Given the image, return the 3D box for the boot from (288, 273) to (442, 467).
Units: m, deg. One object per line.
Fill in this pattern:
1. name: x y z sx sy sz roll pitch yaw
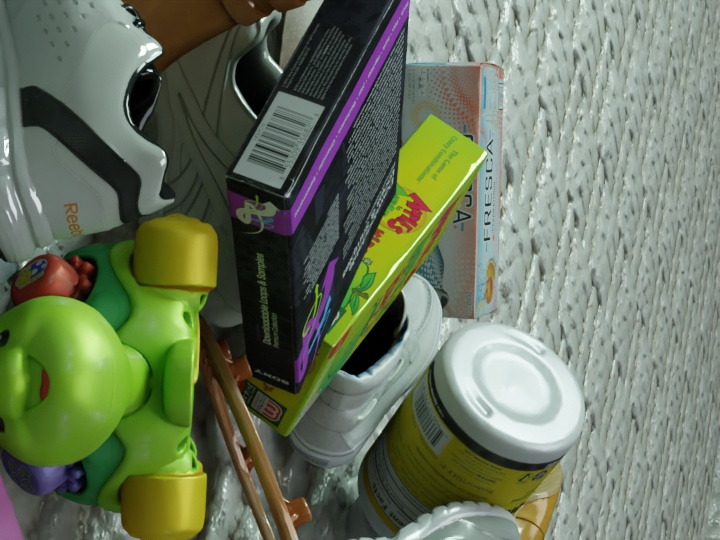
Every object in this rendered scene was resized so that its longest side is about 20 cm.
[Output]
1. boot: 0.018 0.043 1.070 0.200 0.073 0.096 -59 174 -48

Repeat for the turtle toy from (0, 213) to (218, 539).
1. turtle toy: -0.117 0.046 0.691 0.200 0.101 0.146 162 -69 -83

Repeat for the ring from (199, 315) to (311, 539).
1. ring: -0.051 0.117 0.853 0.200 0.019 0.201 159 -90 -80

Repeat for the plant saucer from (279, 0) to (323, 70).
1. plant saucer: -0.022 -0.102 0.956 0.200 0.037 0.201 5 90 -85

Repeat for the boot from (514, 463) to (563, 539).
1. boot: 0.138 0.275 1.480 0.201 0.071 0.144 -42 138 -57

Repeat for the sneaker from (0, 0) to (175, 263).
1. sneaker: -0.122 -0.097 0.647 0.074 0.080 0.200 87 -8 -66

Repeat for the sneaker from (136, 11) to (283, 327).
1. sneaker: -0.067 -0.056 0.836 0.078 0.099 0.200 -54 142 -54

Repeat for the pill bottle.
1. pill bottle: 0.064 0.138 1.098 0.200 0.111 0.111 -57 -178 41

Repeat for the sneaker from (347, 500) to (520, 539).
1. sneaker: 0.037 0.208 0.992 0.200 0.082 0.075 -11 148 -43

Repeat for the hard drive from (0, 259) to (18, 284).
1. hard drive: -0.197 -0.063 0.593 0.140 0.033 0.200 -50 139 -56

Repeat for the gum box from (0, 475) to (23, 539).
1. gum box: -0.203 0.148 0.566 0.200 0.066 0.114 -55 142 -52

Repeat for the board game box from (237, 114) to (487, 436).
1. board game box: 0.000 0.000 0.964 0.200 0.048 0.102 -50 172 -40

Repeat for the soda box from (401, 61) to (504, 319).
1. soda box: 0.071 -0.064 1.233 0.064 0.068 0.201 -12 104 -68

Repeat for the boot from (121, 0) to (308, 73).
1. boot: -0.076 -0.127 0.725 0.074 0.154 0.200 34 62 -65

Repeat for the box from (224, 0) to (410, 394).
1. box: -0.019 -0.042 0.786 0.200 0.036 0.143 90 23 -59
